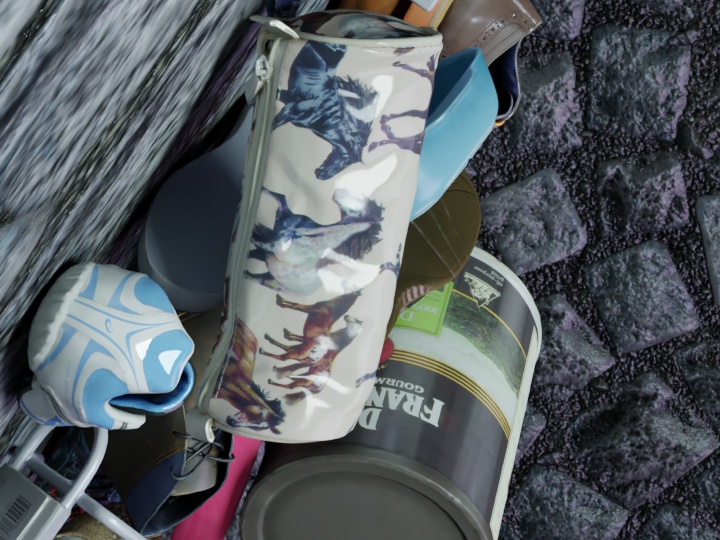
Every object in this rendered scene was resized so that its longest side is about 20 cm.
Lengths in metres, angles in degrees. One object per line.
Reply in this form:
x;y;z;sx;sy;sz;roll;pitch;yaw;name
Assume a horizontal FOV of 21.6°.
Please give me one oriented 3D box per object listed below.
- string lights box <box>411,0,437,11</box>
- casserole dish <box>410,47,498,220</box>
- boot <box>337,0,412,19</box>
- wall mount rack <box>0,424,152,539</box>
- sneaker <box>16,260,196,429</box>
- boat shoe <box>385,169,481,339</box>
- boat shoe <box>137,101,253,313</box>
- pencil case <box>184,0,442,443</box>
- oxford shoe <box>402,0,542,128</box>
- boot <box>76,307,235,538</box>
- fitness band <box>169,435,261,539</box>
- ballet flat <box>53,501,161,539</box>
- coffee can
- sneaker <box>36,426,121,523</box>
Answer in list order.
0.075;-0.233;0.945;0.200;0.059;0.103;-55;179;21;string lights box
0.003;-0.055;1.026;0.200;0.039;0.121;-21;-154;53;casserole dish
0.021;-0.165;1.148;0.188;0.068;0.200;-37;162;-43;boot
-0.196;0.162;1.026;0.200;0.075;0.174;-54;-142;-9;wall mount rack
-0.113;0.046;0.859;0.072;0.072;0.200;-57;-179;-12;sneaker
0.000;0.000;1.073;0.065;0.073;0.200;-18;-162;43;boat shoe
-0.064;-0.033;0.954;0.066;0.070;0.200;-57;-174;40;boat shoe
-0.024;-0.017;0.838;0.078;0.089;0.201;-139;-123;-63;pencil case
0.047;-0.094;1.115;0.071;0.073;0.200;-44;165;-38;oxford shoe
-0.079;0.070;1.007;0.075;0.097;0.200;-11;164;-44;boot
-0.077;0.100;1.140;0.200;0.037;0.144;113;-3;-57;fitness band
-0.209;0.214;1.166;0.200;0.071;0.065;-40;169;-3;ballet flat
0.023;0.095;1.125;0.147;0.146;0.200;-55;-170;40;coffee can
-0.162;0.127;1.214;0.096;0.079;0.200;-53;179;-12;sneaker
